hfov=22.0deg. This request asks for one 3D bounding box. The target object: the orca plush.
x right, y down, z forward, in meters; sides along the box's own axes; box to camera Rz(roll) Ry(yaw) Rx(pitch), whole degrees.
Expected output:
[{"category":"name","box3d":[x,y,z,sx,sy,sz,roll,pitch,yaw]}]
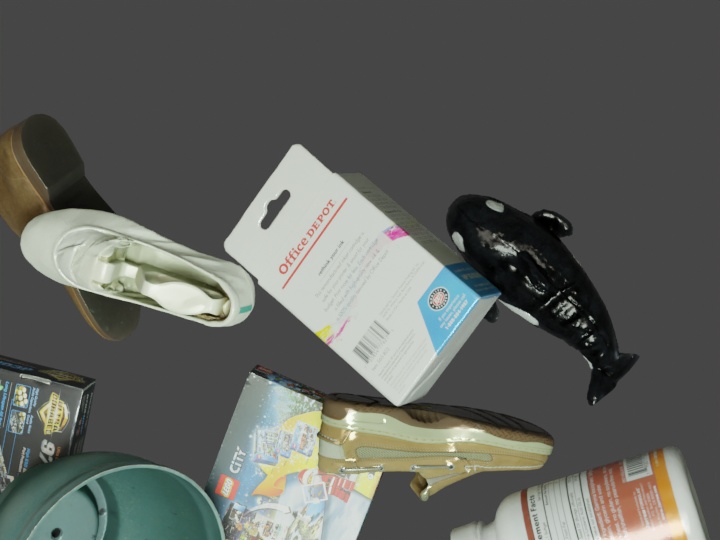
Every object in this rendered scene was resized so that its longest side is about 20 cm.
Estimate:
[{"category":"orca plush","box3d":[0.141,0.021,1.501,0.105,0.071,0.201,-29,92,10]}]

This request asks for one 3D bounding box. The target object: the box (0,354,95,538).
[{"category":"box","box3d":[-0.325,0.174,1.600,0.157,0.046,0.202,13,98,6]}]

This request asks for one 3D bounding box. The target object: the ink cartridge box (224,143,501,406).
[{"category":"ink cartridge box","box3d":[0.000,0.000,1.507,0.200,0.068,0.115,41,106,14]}]

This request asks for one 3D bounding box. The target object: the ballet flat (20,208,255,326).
[{"category":"ballet flat","box3d":[-0.181,0.000,1.489,0.198,0.069,0.070,17,99,0]}]

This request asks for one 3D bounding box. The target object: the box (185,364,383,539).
[{"category":"box","box3d":[-0.064,0.199,1.569,0.136,0.038,0.202,22,99,5]}]

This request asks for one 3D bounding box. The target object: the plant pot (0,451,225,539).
[{"category":"plant pot","box3d":[-0.227,0.233,1.516,0.199,0.134,0.202,-12,111,-34]}]

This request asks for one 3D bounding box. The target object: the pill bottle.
[{"category":"pill bottle","box3d":[0.179,0.222,1.498,0.198,0.112,0.113,-18,94,11]}]

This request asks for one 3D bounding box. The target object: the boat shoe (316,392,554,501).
[{"category":"boat shoe","box3d":[0.059,0.150,1.511,0.198,0.072,0.077,9,95,-12]}]

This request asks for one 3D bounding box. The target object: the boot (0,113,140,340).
[{"category":"boot","box3d":[-0.251,-0.030,1.568,0.075,0.073,0.201,-19,99,40]}]
